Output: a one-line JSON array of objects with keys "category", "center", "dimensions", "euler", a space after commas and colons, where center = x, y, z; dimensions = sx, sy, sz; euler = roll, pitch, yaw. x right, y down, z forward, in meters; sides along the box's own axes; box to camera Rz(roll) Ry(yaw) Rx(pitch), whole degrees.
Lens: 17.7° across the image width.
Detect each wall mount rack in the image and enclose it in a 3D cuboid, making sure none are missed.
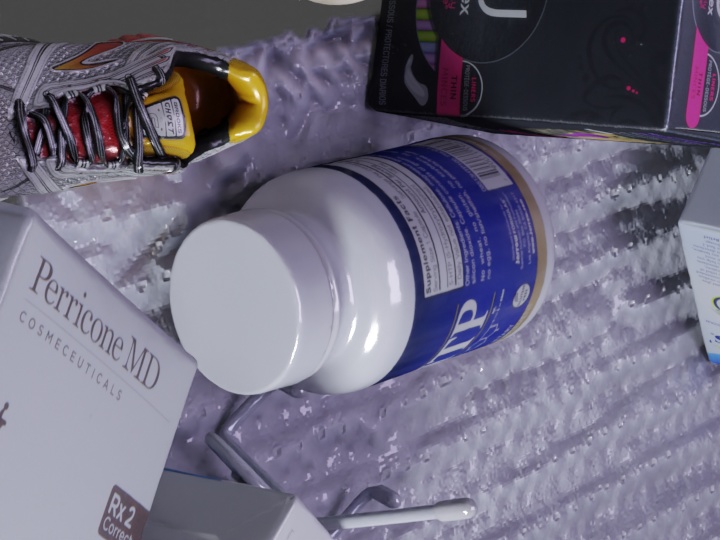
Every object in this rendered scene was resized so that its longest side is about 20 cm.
[{"category": "wall mount rack", "center": [0.011, 0.138, 1.207], "dimensions": [0.075, 0.174, 0.200], "euler": [-45, 132, -8]}]

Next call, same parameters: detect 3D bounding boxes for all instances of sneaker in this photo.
[{"category": "sneaker", "center": [-0.124, -0.077, 1.083], "dimensions": [0.200, 0.082, 0.078], "euler": [-20, 110, -47]}]

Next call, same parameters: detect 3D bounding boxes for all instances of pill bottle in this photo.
[{"category": "pill bottle", "center": [0.000, 0.000, 1.216], "dimensions": [0.200, 0.119, 0.120], "euler": [-16, 107, -48]}]

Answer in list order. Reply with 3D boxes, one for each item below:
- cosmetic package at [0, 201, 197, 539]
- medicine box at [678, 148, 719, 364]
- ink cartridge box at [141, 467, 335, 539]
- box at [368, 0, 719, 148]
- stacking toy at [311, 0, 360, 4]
[{"category": "cosmetic package", "center": [-0.193, 0.084, 0.926], "dimensions": [0.165, 0.165, 0.201], "euler": [49, 54, -60]}, {"category": "medicine box", "center": [0.300, -0.046, 1.550], "dimensions": [0.183, 0.103, 0.200], "euler": [-64, 155, -22]}, {"category": "ink cartridge box", "center": [-0.042, 0.187, 1.194], "dimensions": [0.068, 0.115, 0.200], "euler": [-59, 136, -25]}, {"category": "box", "center": [0.118, -0.135, 1.276], "dimensions": [0.106, 0.200, 0.123], "euler": [6, 90, -51]}, {"category": "stacking toy", "center": [-0.039, -0.214, 1.136], "dimensions": [0.200, 0.085, 0.086], "euler": [48, 58, -56]}]
